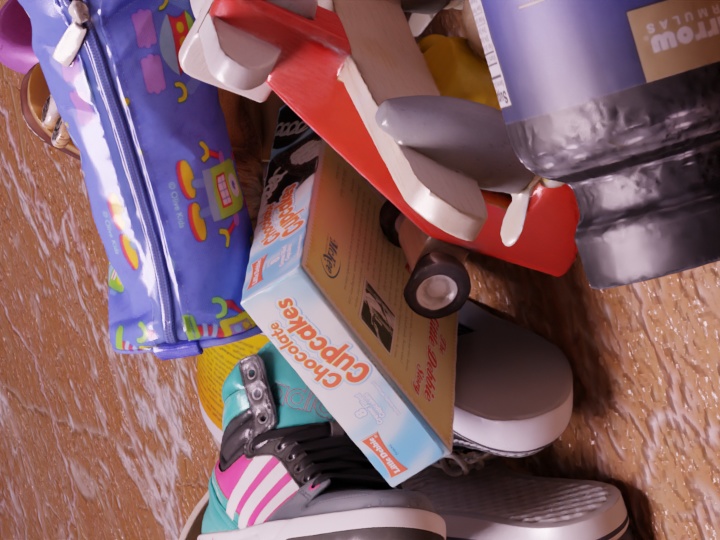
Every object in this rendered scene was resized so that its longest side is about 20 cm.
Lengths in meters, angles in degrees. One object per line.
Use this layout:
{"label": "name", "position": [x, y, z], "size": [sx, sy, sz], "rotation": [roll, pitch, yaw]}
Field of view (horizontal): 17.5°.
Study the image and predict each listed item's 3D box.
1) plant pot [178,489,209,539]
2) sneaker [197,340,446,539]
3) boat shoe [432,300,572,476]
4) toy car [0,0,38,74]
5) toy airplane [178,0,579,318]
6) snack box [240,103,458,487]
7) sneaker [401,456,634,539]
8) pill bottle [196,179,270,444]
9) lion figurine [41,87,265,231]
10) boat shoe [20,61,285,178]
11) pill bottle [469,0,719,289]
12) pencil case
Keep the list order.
{"label": "plant pot", "position": [0.002, 0.217, 1.307], "size": [0.187, 0.187, 0.200], "rotation": [58, 168, 33]}
{"label": "sneaker", "position": [-0.016, 0.089, 1.154], "size": [0.200, 0.083, 0.121], "rotation": [-15, 65, 58]}
{"label": "boat shoe", "position": [0.051, 0.066, 1.164], "size": [0.199, 0.073, 0.068], "rotation": [-151, 50, -62]}
{"label": "toy car", "position": [-0.146, -0.163, 1.371], "size": [0.175, 0.150, 0.200], "rotation": [47, 148, 48]}
{"label": "toy airplane", "position": [0.020, -0.089, 1.013], "size": [0.200, 0.141, 0.199], "rotation": [55, -166, 14]}
{"label": "snack box", "position": [0.000, 0.000, 1.102], "size": [0.116, 0.037, 0.200], "rotation": [51, -160, -21]}
{"label": "sneaker", "position": [0.064, 0.141, 1.168], "size": [0.200, 0.078, 0.080], "rotation": [10, 121, 59]}
{"label": "pill bottle", "position": [-0.037, 0.042, 1.316], "size": [0.111, 0.111, 0.200], "rotation": [54, 152, 40]}
{"label": "lion figurine", "position": [-0.081, -0.101, 1.132], "size": [0.072, 0.122, 0.200], "rotation": [-143, 68, -68]}
{"label": "boat shoe", "position": [-0.086, -0.078, 1.222], "size": [0.070, 0.200, 0.071], "rotation": [-12, 74, 63]}
{"label": "pill bottle", "position": [0.097, -0.100, 0.861], "size": [0.112, 0.112, 0.200], "rotation": [-11, 96, 69]}
{"label": "pencil case", "position": [-0.097, -0.056, 1.053], "size": [0.087, 0.078, 0.200], "rotation": [-53, -49, -67]}
